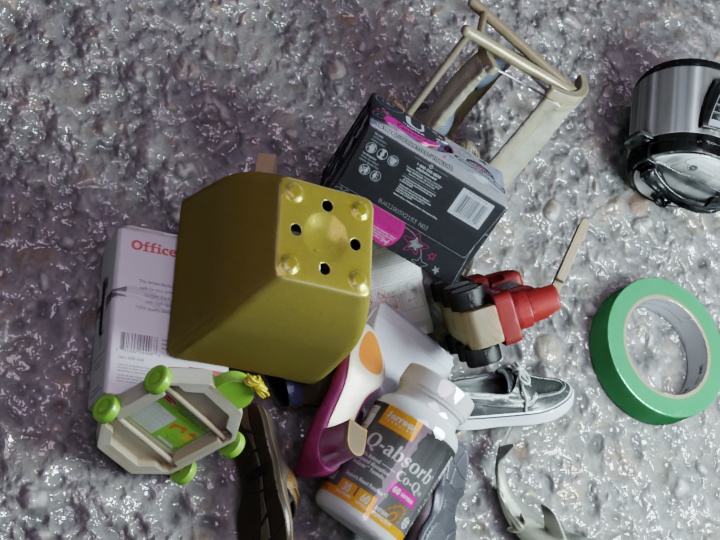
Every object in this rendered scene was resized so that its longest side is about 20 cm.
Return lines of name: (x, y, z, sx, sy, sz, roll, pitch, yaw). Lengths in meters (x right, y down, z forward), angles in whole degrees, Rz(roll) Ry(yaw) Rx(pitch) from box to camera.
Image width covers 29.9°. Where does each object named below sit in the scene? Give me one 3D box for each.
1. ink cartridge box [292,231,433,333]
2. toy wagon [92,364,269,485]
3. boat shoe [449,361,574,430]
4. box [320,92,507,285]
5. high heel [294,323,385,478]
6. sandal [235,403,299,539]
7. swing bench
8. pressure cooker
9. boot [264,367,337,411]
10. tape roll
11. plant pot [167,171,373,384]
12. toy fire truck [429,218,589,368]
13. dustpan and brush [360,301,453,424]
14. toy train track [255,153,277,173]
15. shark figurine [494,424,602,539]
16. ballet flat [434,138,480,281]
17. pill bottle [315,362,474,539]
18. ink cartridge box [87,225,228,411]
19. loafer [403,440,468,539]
ink cartridge box: (0.000, 0.000, 1.732, 0.160, 0.050, 0.202, -14, 94, -30)
toy wagon: (-0.190, 0.159, 1.480, 0.155, 0.199, 0.040, 48, 18, -42)
boat shoe: (0.191, 0.153, 1.733, 0.197, 0.069, 0.074, -3, 29, -21)
box: (0.064, -0.102, 1.653, 0.199, 0.133, 0.115, 29, 24, -13)
high heel: (-0.027, 0.153, 1.595, 0.067, 0.095, 0.201, 38, 41, -33)
sandal: (-0.105, 0.254, 1.564, 0.054, 0.081, 0.202, 15, 55, -45)
swing bench: (0.164, -0.210, 1.775, 0.199, 0.199, 0.130, 34, 30, -10)
pressure cooker: (0.476, -0.181, 1.958, 0.174, 0.179, 0.202, 3, 63, 17)
boot: (-0.080, 0.072, 1.629, 0.096, 0.075, 0.202, -17, 82, -38)
tape roll: (0.415, 0.113, 1.884, 0.199, 0.048, 0.203, 10, 66, -23)
plant pot: (-0.083, -0.006, 1.496, 0.194, 0.200, 0.196, 13, 66, -25)
toy fire truck: (0.199, 0.023, 1.696, 0.198, 0.176, 0.130, -17, 96, -6)
dustpan and brush: (0.028, 0.159, 1.676, 0.139, 0.057, 0.201, 40, 51, -22)
toy train track: (-0.130, -0.046, 1.676, 0.113, 0.033, 0.202, 6, 73, 13)
shark figurine: (0.227, 0.309, 1.711, 0.215, 0.128, 0.089, 48, 30, 18)
ballet flat: (0.124, -0.070, 1.747, 0.067, 0.046, 0.202, 5, 111, -5)
pill bottle: (0.044, 0.217, 1.588, 0.116, 0.116, 0.201, 36, 77, -10)
ink cartridge box: (-0.228, 0.065, 1.558, 0.143, 0.084, 0.202, 11, 67, -23)
loafer: (0.079, 0.302, 1.644, 0.072, 0.063, 0.202, 41, 57, -43)
